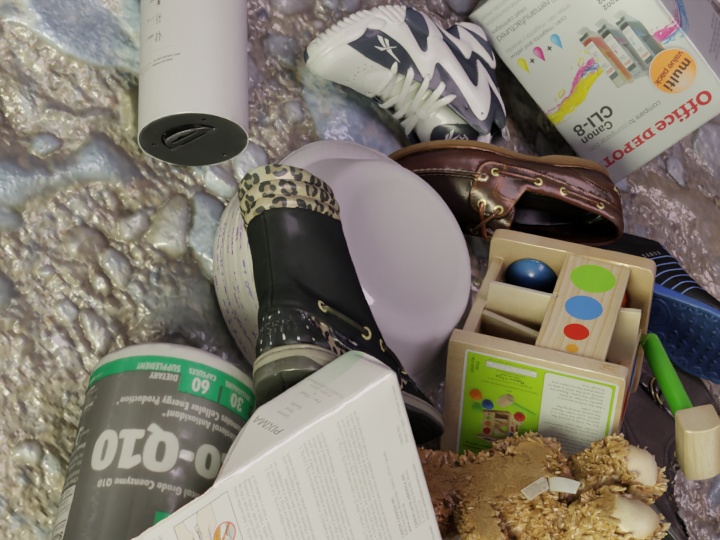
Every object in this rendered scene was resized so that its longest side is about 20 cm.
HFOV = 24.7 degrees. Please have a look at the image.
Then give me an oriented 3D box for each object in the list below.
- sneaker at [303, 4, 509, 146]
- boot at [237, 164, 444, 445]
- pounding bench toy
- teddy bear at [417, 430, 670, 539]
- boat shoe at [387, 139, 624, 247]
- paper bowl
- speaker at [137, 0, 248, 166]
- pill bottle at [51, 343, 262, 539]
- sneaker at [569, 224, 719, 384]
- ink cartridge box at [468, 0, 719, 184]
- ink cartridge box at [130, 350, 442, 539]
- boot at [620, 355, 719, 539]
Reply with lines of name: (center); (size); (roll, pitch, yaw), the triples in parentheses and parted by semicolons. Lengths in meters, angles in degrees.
sneaker: (0.050, -0.135, 1.325); (0.199, 0.079, 0.130); (2, 59, -52)
boot: (-0.012, 0.030, 1.074); (0.203, 0.073, 0.154); (34, 41, -57)
pounding bench toy: (0.176, 0.071, 1.205); (0.199, 0.125, 0.156); (12, 39, 14)
teddy bear: (0.109, 0.159, 1.099); (0.145, 0.199, 0.067); (-104, -179, -52)
boat shoe: (0.113, -0.056, 1.303); (0.199, 0.071, 0.071); (2, 46, -10)
paper bowl: (0.000, 0.000, 1.200); (0.200, 0.104, 0.201); (18, 60, -34)
speaker: (-0.122, -0.179, 1.196); (0.081, 0.081, 0.201); (16, 59, -35)
pill bottle: (-0.127, 0.156, 0.992); (0.113, 0.113, 0.201); (27, 53, -29)
sneaker: (0.252, 0.020, 1.348); (0.199, 0.070, 0.078); (29, 43, 3)
ink cartridge box: (0.221, -0.205, 1.443); (0.200, 0.145, 0.145); (49, 27, -10)
ink cartridge box: (-0.046, 0.163, 0.945); (0.200, 0.050, 0.161); (-30, 119, -27)
boot: (0.246, 0.152, 1.308); (0.174, 0.069, 0.200); (-32, 85, -44)
